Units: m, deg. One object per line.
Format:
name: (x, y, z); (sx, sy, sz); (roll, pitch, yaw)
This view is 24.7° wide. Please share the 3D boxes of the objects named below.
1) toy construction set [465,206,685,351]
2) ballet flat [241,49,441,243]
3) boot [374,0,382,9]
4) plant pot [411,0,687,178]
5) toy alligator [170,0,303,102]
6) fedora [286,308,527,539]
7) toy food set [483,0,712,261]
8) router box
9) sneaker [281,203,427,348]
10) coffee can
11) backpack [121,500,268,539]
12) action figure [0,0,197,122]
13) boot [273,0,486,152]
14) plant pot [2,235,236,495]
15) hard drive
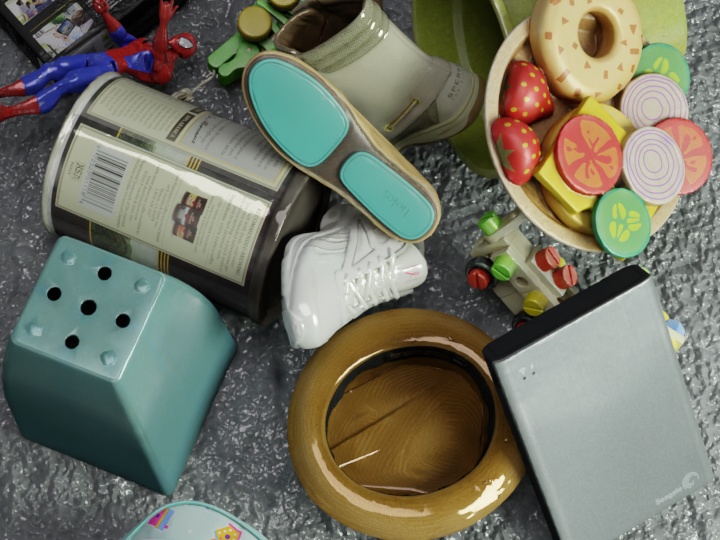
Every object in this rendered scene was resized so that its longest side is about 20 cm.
toy construction set: (0.164, -0.002, 1.319); (0.092, 0.131, 0.201); (-38, 99, -43)
ballet flat: (-0.018, -0.098, 1.283); (0.069, 0.063, 0.200); (-41, 108, 14)
boot: (-0.022, -0.290, 1.427); (0.066, 0.175, 0.202); (-11, 62, 32)
plant pot: (0.166, -0.198, 1.384); (0.182, 0.201, 0.202); (-17, 69, -18)
toy alligator: (-0.090, -0.194, 1.444); (0.054, 0.059, 0.200); (38, 75, 6)
fedora: (0.037, 0.130, 1.306); (0.198, 0.082, 0.203); (2, 66, -5)
toy food set: (0.183, -0.112, 1.257); (0.198, 0.049, 0.201); (42, 64, -16)
router box: (-0.239, -0.276, 1.483); (0.199, 0.051, 0.149); (-39, 71, -12)
sneaker: (0.000, 0.000, 1.302); (0.098, 0.079, 0.200); (3, 27, 18)
coffee can: (-0.140, -0.060, 1.348); (0.198, 0.147, 0.147); (23, 71, 10)
backpack: (-0.135, 0.274, 1.222); (0.175, 0.154, 0.200); (33, 66, 18)
action figure: (-0.227, -0.192, 1.390); (0.198, 0.100, 0.065); (-16, 40, -29)
boot: (-0.017, -0.149, 1.336); (0.199, 0.154, 0.073); (-17, 52, 43)
plant pot: (-0.195, 0.063, 1.274); (0.140, 0.200, 0.142); (20, 71, 9)
hard drive: (0.186, 0.113, 1.263); (0.139, 0.201, 0.033); (-28, 29, -10)
